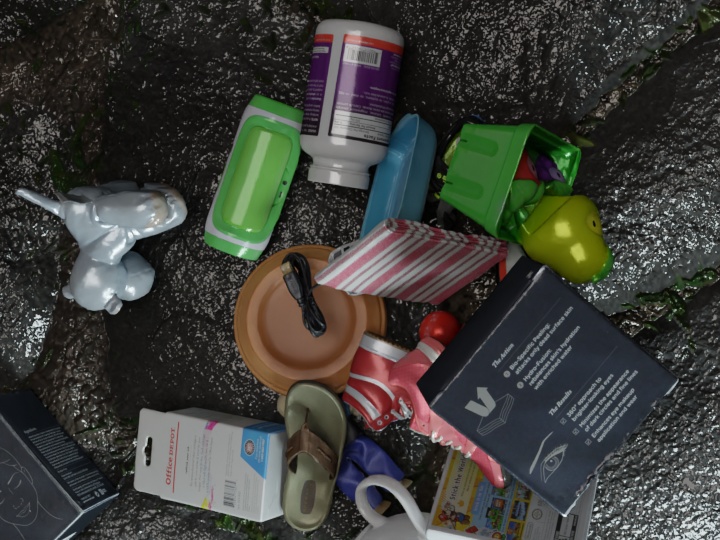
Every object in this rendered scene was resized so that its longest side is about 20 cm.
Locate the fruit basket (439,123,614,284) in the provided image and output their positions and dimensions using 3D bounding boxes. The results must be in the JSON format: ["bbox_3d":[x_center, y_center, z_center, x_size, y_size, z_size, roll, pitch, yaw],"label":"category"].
[{"bbox_3d":[0.217,-0.079,1.493,0.215,0.216,0.156,20,95,12],"label":"fruit basket"}]

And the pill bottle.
[{"bbox_3d":[-0.013,-0.205,1.589,0.112,0.112,0.201,10,94,12],"label":"pill bottle"}]

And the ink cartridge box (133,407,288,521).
[{"bbox_3d":[-0.190,0.244,1.649,0.199,0.068,0.116,8,95,27],"label":"ink cartridge box"}]

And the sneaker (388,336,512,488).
[{"bbox_3d":[0.103,0.181,1.512,0.087,0.074,0.200,-31,82,-9],"label":"sneaker"}]

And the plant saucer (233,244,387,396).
[{"bbox_3d":[-0.066,0.063,1.627,0.199,0.037,0.201,-1,81,7],"label":"plant saucer"}]

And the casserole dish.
[{"bbox_3d":[0.048,-0.097,1.562,0.039,0.121,0.201,21,65,-17],"label":"casserole dish"}]

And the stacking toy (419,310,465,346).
[{"bbox_3d":[0.165,0.101,1.576,0.200,0.085,0.086,23,96,16],"label":"stacking toy"}]

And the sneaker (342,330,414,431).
[{"bbox_3d":[0.075,0.164,1.585,0.200,0.071,0.113,24,90,0],"label":"sneaker"}]

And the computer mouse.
[{"bbox_3d":[0.000,0.000,1.595,0.200,0.044,0.110,-23,70,-20],"label":"computer mouse"}]

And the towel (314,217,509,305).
[{"bbox_3d":[0.061,-0.011,1.514,0.146,0.200,0.030,-38,53,42],"label":"towel"}]

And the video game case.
[{"bbox_3d":[0.188,0.258,1.525,0.181,0.200,0.023,10,131,13],"label":"video game case"}]

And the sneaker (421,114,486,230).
[{"bbox_3d":[0.098,-0.103,1.572,0.071,0.083,0.200,25,89,10],"label":"sneaker"}]

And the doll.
[{"bbox_3d":[-0.033,0.230,1.637,0.200,0.048,0.136,45,99,8],"label":"doll"}]

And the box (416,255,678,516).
[{"bbox_3d":[0.202,0.123,1.408,0.200,0.117,0.197,40,92,-8],"label":"box"}]

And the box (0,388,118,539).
[{"bbox_3d":[-0.470,0.299,1.700,0.200,0.124,0.197,-44,83,11],"label":"box"}]

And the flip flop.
[{"bbox_3d":[-0.064,0.234,1.583,0.081,0.058,0.201,9,103,5],"label":"flip flop"}]

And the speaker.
[{"bbox_3d":[-0.133,-0.119,1.633,0.088,0.088,0.201,21,96,12],"label":"speaker"}]

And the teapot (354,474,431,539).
[{"bbox_3d":[0.040,0.371,1.564,0.146,0.197,0.200,23,79,32],"label":"teapot"}]

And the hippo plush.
[{"bbox_3d":[-0.310,-0.026,1.632,0.159,0.200,0.161,8,102,34],"label":"hippo plush"}]

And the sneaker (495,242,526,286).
[{"bbox_3d":[0.221,0.039,1.537,0.108,0.067,0.202,-3,53,2],"label":"sneaker"}]
